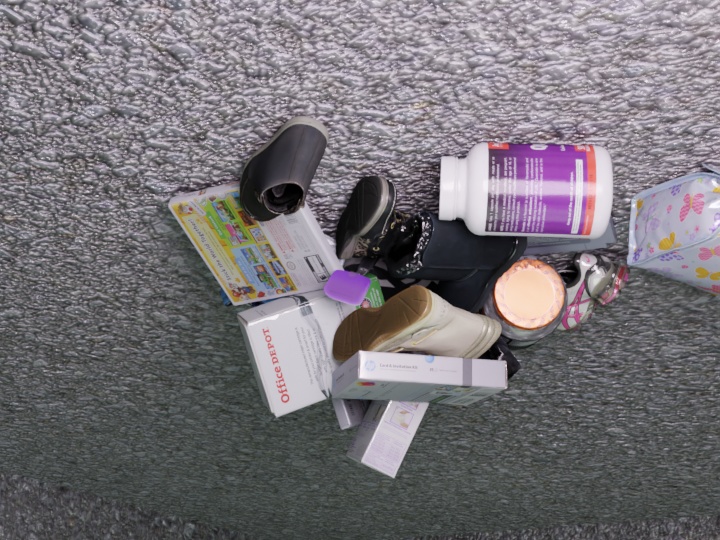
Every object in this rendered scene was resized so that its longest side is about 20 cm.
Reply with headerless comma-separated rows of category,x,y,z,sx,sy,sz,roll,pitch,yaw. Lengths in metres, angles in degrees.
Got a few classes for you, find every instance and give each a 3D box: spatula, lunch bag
spatula,0.000,0.000,1.482,0.056,0.021,0.200,16,-158,10
lunch bag,0.462,-0.053,1.324,0.170,0.127,0.200,16,163,-22

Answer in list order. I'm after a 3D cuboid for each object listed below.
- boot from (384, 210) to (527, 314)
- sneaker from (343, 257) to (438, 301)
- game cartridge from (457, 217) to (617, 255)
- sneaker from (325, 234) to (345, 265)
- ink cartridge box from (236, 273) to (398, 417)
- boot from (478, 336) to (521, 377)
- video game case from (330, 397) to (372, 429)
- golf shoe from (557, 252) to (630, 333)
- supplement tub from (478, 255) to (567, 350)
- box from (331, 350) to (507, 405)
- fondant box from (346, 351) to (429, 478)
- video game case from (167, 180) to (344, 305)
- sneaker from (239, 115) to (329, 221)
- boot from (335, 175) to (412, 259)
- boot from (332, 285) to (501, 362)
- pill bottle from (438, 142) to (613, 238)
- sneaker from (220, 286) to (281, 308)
boot,0.101,-0.005,1.397,0.168,0.076,0.200,4,144,-29
sneaker,0.057,0.056,1.639,0.200,0.112,0.073,17,154,-27
game cartridge,0.238,-0.063,1.440,0.200,0.040,0.133,-5,158,18
sneaker,-0.119,-0.026,1.550,0.200,0.073,0.071,5,175,7
ink cartridge box,-0.059,0.102,1.510,0.200,0.147,0.083,-18,-167,-15
boot,0.154,0.112,1.566,0.165,0.066,0.200,35,175,9
video game case,-0.021,0.151,1.703,0.022,0.200,0.182,-23,168,19
golf shoe,0.324,0.028,1.606,0.092,0.073,0.200,27,149,-2
supplement tub,0.229,0.047,1.534,0.122,0.123,0.200,3,170,1
box,0.075,0.147,1.426,0.200,0.041,0.156,4,164,-13
fondant box,0.055,0.200,1.574,0.058,0.200,0.144,26,171,-6
video game case,-0.139,-0.040,1.462,0.182,0.023,0.200,-11,131,22
sneaker,-0.111,-0.096,1.300,0.075,0.106,0.200,25,144,-12
boot,0.059,-0.064,1.426,0.154,0.074,0.204,6,159,-14
boot,0.073,0.091,1.432,0.155,0.072,0.200,20,146,-36
pill bottle,0.195,-0.096,1.275,0.200,0.113,0.112,2,156,3
sneaker,-0.122,0.042,1.677,0.200,0.078,0.066,9,154,-15
